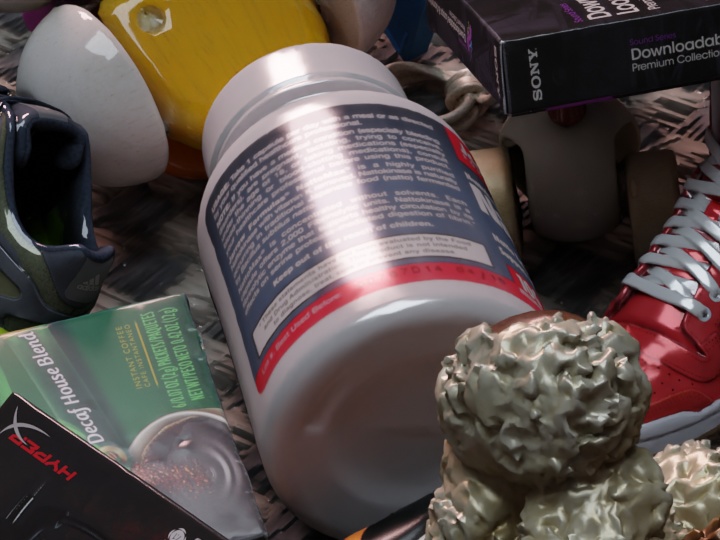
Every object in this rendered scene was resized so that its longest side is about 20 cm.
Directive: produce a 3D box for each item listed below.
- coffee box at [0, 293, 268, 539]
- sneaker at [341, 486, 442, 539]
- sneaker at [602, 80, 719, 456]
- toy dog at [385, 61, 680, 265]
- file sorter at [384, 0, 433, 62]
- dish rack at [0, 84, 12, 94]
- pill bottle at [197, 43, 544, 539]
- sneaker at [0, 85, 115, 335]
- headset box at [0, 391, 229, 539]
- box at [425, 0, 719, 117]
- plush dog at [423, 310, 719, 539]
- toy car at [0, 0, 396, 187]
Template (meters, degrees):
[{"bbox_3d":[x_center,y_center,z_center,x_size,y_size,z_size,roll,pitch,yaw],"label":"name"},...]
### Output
[{"bbox_3d":[-0.145,0.086,0.992,0.200,0.044,0.123,-12,53,-12],"label":"coffee box"},{"bbox_3d":[-0.021,0.117,0.941,0.090,0.070,0.200,31,54,33],"label":"sneaker"},{"bbox_3d":[0.144,-0.015,1.049,0.071,0.113,0.200,25,48,34],"label":"sneaker"},{"bbox_3d":[0.086,-0.084,1.155,0.132,0.096,0.200,-15,40,-11],"label":"toy dog"},{"bbox_3d":[0.046,-0.208,1.183,0.123,0.200,0.139,-29,80,-11],"label":"file sorter"},{"bbox_3d":[-0.259,-0.066,1.155,0.153,0.055,0.200,21,22,31],"label":"dish rack"},{"bbox_3d":[0.000,0.000,1.044,0.120,0.120,0.200,-12,40,-7],"label":"pill bottle"},{"bbox_3d":[-0.150,-0.052,1.082,0.074,0.081,0.200,3,53,-50],"label":"sneaker"},{"bbox_3d":[-0.108,0.162,0.844,0.149,0.075,0.200,31,79,38],"label":"headset box"},{"bbox_3d":[0.136,-0.111,1.074,0.200,0.036,0.143,-12,20,-8],"label":"box"},{"bbox_3d":[0.104,0.125,0.863,0.172,0.200,0.161,25,81,45],"label":"plush dog"},{"bbox_3d":[-0.095,-0.131,1.183,0.175,0.150,0.200,-31,86,-20],"label":"toy car"}]
